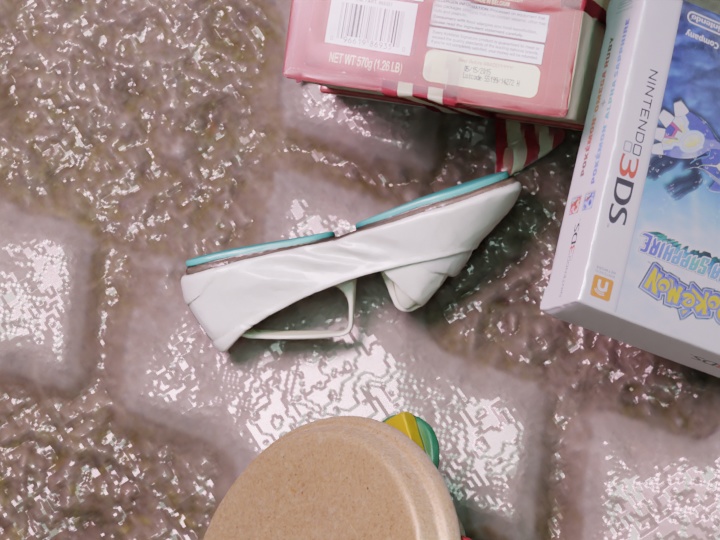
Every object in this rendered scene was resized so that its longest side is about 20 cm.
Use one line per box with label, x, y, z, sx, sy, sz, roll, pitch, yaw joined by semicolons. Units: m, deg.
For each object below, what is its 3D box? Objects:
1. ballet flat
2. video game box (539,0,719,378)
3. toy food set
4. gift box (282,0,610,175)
ballet flat;0.000;0.000;1.661;0.199;0.069;0.070;-16;71;7
video game box;0.207;-0.034;1.596;0.200;0.047;0.183;19;75;-22
toy food set;-0.013;0.174;1.573;0.198;0.049;0.200;-35;54;30
gift box;0.050;-0.155;1.638;0.184;0.187;0.201;14;94;10
